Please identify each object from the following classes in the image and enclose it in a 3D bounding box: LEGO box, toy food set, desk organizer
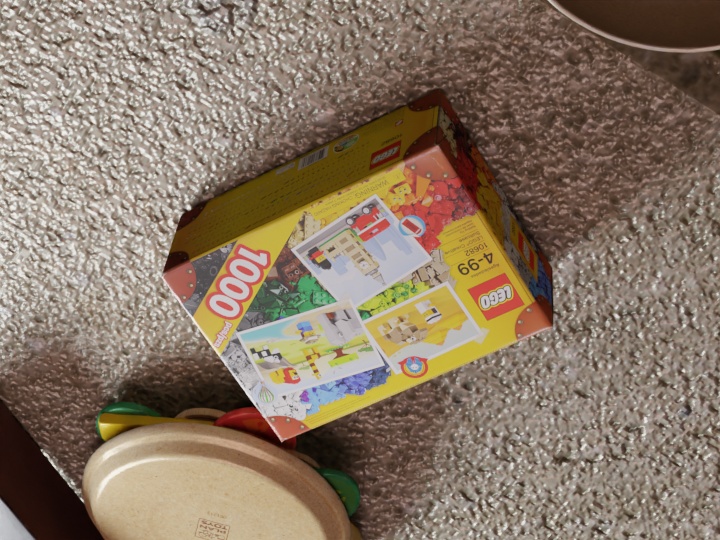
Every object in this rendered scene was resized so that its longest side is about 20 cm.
[{"bbox_3d":[0.000,0.000,1.134,0.200,0.077,0.149,-25,117,20],"label":"LEGO box"},{"bbox_3d":[-0.097,0.164,1.252,0.200,0.049,0.198,5,136,11],"label":"toy food set"},{"bbox_3d":[-0.244,0.187,1.278,0.072,0.077,0.200,-24,117,19],"label":"desk organizer"}]

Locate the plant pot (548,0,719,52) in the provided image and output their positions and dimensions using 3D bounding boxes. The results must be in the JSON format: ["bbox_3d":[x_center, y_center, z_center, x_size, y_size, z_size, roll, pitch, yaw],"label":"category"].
[{"bbox_3d":[0.171,-0.233,0.933,0.200,0.135,0.201,3,123,5],"label":"plant pot"}]
